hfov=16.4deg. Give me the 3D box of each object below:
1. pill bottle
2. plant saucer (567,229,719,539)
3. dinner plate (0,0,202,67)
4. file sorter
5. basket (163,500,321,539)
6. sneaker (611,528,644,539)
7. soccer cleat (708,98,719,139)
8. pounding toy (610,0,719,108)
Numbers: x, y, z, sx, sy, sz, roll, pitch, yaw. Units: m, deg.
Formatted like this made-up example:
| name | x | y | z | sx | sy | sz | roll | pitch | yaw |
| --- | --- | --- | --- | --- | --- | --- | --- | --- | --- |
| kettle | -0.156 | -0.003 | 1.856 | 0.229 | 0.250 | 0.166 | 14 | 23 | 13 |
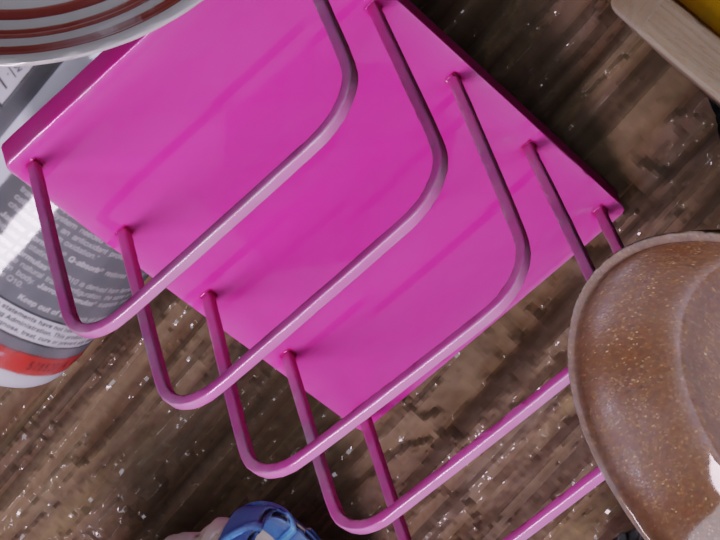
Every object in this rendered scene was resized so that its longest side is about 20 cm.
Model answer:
| name | x | y | z | sx | sy | sz | roll | pitch | yaw |
| --- | --- | --- | --- | --- | --- | --- | --- | --- | --- |
| pill bottle | -0.101 | -0.061 | 0.949 | 0.116 | 0.116 | 0.200 | 44 | 110 | 3 |
| plant saucer | 0.155 | 0.061 | 0.789 | 0.200 | 0.037 | 0.201 | 32 | 146 | 26 |
| dinner plate | -0.117 | -0.154 | 0.852 | 0.199 | 0.024 | 0.201 | 1 | 65 | -2 |
| file sorter | 0.000 | 0.000 | 0.871 | 0.139 | 0.126 | 0.200 | -40 | 128 | 15 |
| basket | -0.019 | 0.177 | 0.948 | 0.199 | 0.140 | 0.177 | -11 | 134 | 29 |
| sneaker | 0.170 | 0.117 | 0.940 | 0.199 | 0.093 | 0.071 | -12 | 74 | -7 |
| soccer cleat | 0.132 | -0.121 | 0.901 | 0.081 | 0.067 | 0.201 | 2 | 102 | 34 |
| pounding toy | 0.164 | -0.091 | 0.769 | 0.200 | 0.142 | 0.184 | 43 | 98 | 25 |
